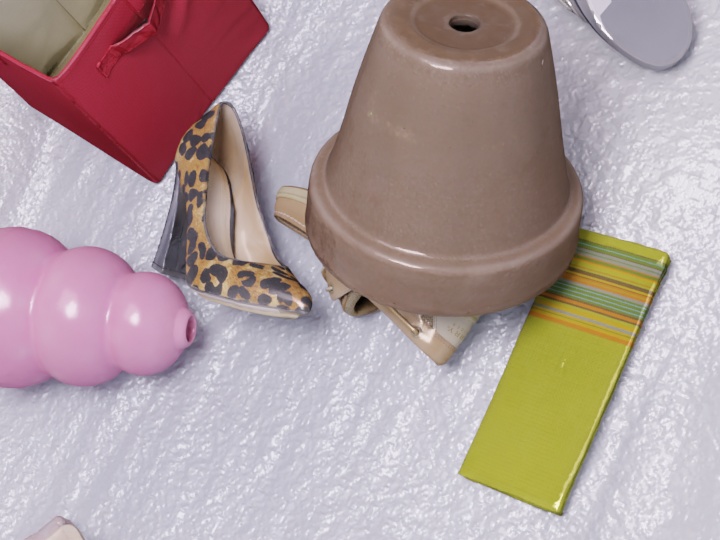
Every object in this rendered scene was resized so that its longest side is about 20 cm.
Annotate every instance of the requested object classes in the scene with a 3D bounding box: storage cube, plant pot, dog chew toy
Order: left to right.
[{"bbox_3d":[-0.222,0.033,1.253,0.198,0.125,0.126,6,69,16],"label":"dog chew toy"},{"bbox_3d":[-0.211,-0.207,1.318,0.199,0.180,0.172,30,81,29],"label":"storage cube"},{"bbox_3d":[0.061,-0.097,1.116,0.198,0.176,0.201,2,40,-1],"label":"plant pot"}]

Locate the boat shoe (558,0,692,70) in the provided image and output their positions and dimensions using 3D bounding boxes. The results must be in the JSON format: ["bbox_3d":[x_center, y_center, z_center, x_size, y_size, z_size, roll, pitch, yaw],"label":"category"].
[{"bbox_3d":[0.173,-0.227,1.237,0.072,0.066,0.200,-44,80,-6],"label":"boat shoe"}]

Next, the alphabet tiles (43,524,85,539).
[{"bbox_3d":[-0.207,0.289,1.152,0.199,0.015,0.196,-39,59,2],"label":"alphabet tiles"}]

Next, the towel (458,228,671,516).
[{"bbox_3d":[0.145,0.067,1.147,0.085,0.018,0.202,17,76,33],"label":"towel"}]

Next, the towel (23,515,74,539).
[{"bbox_3d":[-0.259,0.311,1.190,0.199,0.032,0.192,-36,60,4],"label":"towel"}]

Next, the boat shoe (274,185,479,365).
[{"bbox_3d":[0.000,0.000,1.201,0.199,0.071,0.065,32,89,35],"label":"boat shoe"}]

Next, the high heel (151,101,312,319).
[{"bbox_3d":[-0.085,-0.047,1.221,0.199,0.071,0.144,22,96,48],"label":"high heel"}]
